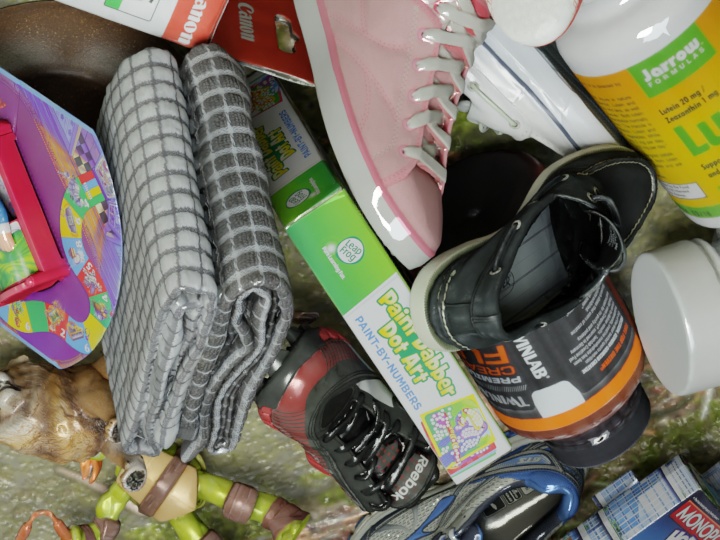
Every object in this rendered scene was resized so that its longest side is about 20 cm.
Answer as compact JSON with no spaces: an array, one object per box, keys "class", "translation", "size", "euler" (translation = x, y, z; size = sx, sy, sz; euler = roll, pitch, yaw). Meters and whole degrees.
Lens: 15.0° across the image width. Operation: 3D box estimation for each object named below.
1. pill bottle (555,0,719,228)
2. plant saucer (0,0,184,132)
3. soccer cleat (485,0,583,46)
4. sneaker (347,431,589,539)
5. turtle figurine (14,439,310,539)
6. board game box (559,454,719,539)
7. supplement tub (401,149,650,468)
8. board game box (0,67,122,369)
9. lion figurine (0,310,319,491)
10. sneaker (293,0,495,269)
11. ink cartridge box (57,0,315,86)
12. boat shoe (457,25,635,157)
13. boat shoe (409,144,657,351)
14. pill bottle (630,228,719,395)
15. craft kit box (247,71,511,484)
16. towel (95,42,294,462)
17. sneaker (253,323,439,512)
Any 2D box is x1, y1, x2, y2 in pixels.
[{"class":"pill bottle","translation":[0.182,-0.130,1.592],"size":[0.111,0.111,0.200],"euler":[-35,117,13]},{"class":"plant saucer","translation":[-0.182,-0.061,1.632],"size":[0.199,0.037,0.202],"euler":[-3,120,-4]},{"class":"soccer cleat","translation":[0.089,-0.223,1.491],"size":[0.068,0.085,0.202],"euler":[-1,77,18]},{"class":"sneaker","translation":[0.061,0.175,1.761],"size":[0.200,0.085,0.077],"euler":[-39,110,14]},{"class":"turtle figurine","translation":[-0.124,0.146,1.732],"size":[0.161,0.064,0.200],"euler":[37,93,0]},{"class":"board game box","translation":[0.196,0.182,1.763],"size":[0.199,0.062,0.200],"euler":[-37,145,5]},{"class":"supplement tub","translation":[0.108,0.030,1.672],"size":[0.106,0.107,0.200],"euler":[-27,124,9]},{"class":"board game box","translation":[-0.213,-0.033,1.540],"size":[0.039,0.200,0.159],"euler":[-20,131,-41]},{"class":"lion figurine","translation":[-0.132,0.058,1.661],"size":[0.199,0.122,0.073],"euler":[-31,126,-15]},{"class":"sneaker","translation":[0.032,-0.107,1.513],"size":[0.104,0.201,0.075],"euler":[-22,155,15]},{"class":"ink cartridge box","translation":[-0.111,-0.176,1.533],"size":[0.199,0.109,0.051],"euler":[18,118,-16]},{"class":"boat shoe","translation":[0.083,-0.116,1.619],"size":[0.067,0.074,0.200],"euler":[-39,104,18]},{"class":"boat shoe","translation":[0.115,-0.014,1.533],"size":[0.199,0.066,0.075],"euler":[-27,109,-39]},{"class":"pill bottle","translation":[0.271,0.008,1.656],"size":[0.199,0.114,0.115],"euler":[-15,121,-14]},{"class":"craft kit box","translation":[0.000,0.000,1.593],"size":[0.048,0.198,0.201],"euler":[-34,117,-1]},{"class":"towel","translation":[-0.095,-0.005,1.527],"size":[0.085,0.167,0.200],"euler":[-5,149,-16]},{"class":"sneaker","translation":[-0.002,0.095,1.655],"size":[0.071,0.098,0.201],"euler":[-50,156,-6]}]
